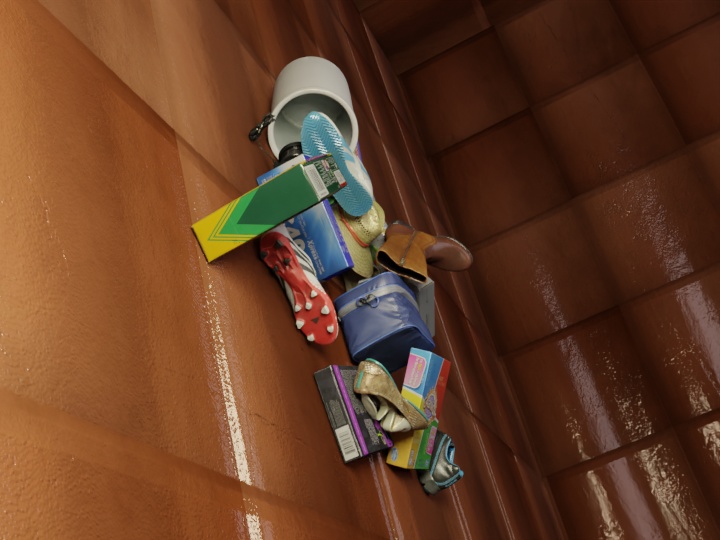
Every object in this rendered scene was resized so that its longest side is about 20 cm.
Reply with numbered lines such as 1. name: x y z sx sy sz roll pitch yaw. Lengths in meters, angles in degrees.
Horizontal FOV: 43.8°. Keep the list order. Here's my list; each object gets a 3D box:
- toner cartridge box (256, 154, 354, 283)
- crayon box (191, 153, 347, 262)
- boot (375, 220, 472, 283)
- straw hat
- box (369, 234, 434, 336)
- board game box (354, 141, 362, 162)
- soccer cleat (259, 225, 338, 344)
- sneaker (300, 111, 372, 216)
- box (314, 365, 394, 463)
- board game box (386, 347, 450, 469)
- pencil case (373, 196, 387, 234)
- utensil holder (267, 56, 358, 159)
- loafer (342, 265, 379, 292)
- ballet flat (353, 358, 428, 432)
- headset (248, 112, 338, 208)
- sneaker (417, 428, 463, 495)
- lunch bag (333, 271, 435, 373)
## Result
1. toner cartridge box: -0.092 -0.080 1.490 0.203 0.094 0.043 67 13 6
2. crayon box: -0.118 -0.090 1.222 0.059 0.170 0.200 60 14 -5
3. boot: 0.125 -0.025 1.674 0.186 0.069 0.200 30 18 -4
4. straw hat: -0.001 -0.096 1.680 0.202 0.084 0.202 51 19 -24
5. box: 0.073 0.028 1.792 0.200 0.041 0.158 46 -27 37
6. board game box: -0.015 -0.168 1.833 0.202 0.028 0.136 77 17 -45
7. soccer cleat: -0.090 0.021 1.389 0.202 0.068 0.085 58 18 -14
8. sneaker: -0.044 -0.194 1.585 0.202 0.075 0.081 59 16 -26
9. box: -0.007 0.226 1.433 0.145 0.036 0.200 70 14 12
10. board game box: 0.106 0.250 1.606 0.153 0.040 0.204 31 70 -68
11. pencil case: -0.005 -0.155 1.996 0.091 0.082 0.203 -139 -155 -86
12. utensil holder: -0.093 -0.301 1.724 0.171 0.168 0.201 58 12 -29
13. loafer: 0.000 0.000 1.769 0.075 0.067 0.203 31 37 -60
14. ballet flat: 0.044 0.221 1.452 0.200 0.070 0.066 49 62 -36
15. headset: -0.111 -0.186 1.574 0.199 0.094 0.125 38 33 -18
16. sneaker: 0.144 0.335 1.750 0.073 0.081 0.203 47 22 -50
17. lunch bag: 0.037 0.089 1.621 0.200 0.134 0.134 47 18 -61
